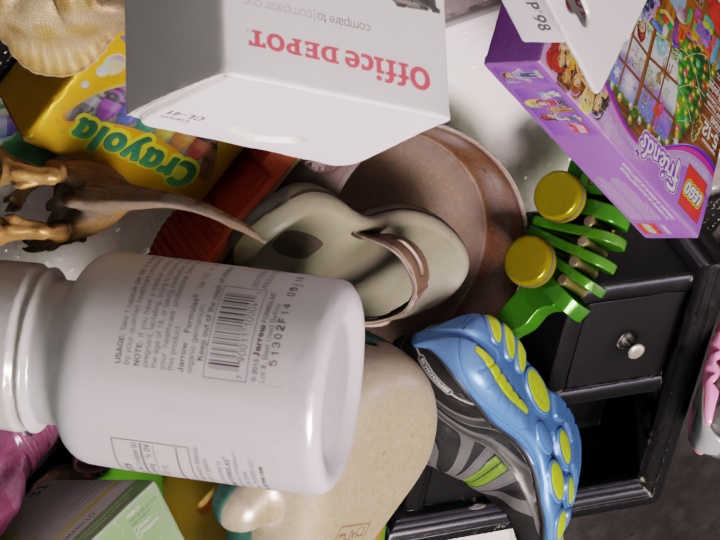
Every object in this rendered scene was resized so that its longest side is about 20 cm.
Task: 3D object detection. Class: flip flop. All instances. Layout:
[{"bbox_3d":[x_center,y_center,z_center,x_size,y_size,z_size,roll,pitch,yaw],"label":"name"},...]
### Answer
[{"bbox_3d":[0.000,0.000,1.637,0.081,0.058,0.200,-48,153,12],"label":"flip flop"}]

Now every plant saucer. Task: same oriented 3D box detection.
[{"bbox_3d":[0.000,-0.007,1.736,0.200,0.035,0.201,-10,123,-15],"label":"plant saucer"}]

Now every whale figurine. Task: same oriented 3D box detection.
[{"bbox_3d":[-0.041,0.121,1.683,0.159,0.104,0.201,-5,123,-54],"label":"whale figurine"}]

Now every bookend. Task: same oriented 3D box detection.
[{"bbox_3d":[0.103,0.056,1.834,0.198,0.092,0.200,-7,131,-25],"label":"bookend"}]

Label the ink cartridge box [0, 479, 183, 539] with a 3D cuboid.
[{"bbox_3d":[-0.214,0.178,1.682,0.146,0.200,0.048,-43,116,-37],"label":"ink cartridge box"}]

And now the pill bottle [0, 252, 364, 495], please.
[{"bbox_3d":[-0.105,0.050,1.563,0.199,0.115,0.115,7,135,11],"label":"pill bottle"}]

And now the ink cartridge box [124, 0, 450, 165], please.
[{"bbox_3d":[-0.037,-0.167,1.464,0.147,0.201,0.086,9,160,-38],"label":"ink cartridge box"}]

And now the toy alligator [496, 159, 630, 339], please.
[{"bbox_3d":[0.139,-0.039,1.738,0.059,0.054,0.201,28,86,-58],"label":"toy alligator"}]

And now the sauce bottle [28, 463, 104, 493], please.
[{"bbox_3d":[-0.120,0.173,1.835,0.066,0.066,0.200,-47,138,15],"label":"sauce bottle"}]

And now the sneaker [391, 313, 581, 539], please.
[{"bbox_3d":[0.075,0.097,1.764,0.082,0.071,0.200,-5,138,28],"label":"sneaker"}]

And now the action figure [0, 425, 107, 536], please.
[{"bbox_3d":[-0.198,0.096,1.686,0.200,0.134,0.149,-40,178,-29],"label":"action figure"}]

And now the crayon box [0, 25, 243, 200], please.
[{"bbox_3d":[-0.102,-0.113,1.587,0.126,0.052,0.200,22,115,-42],"label":"crayon box"}]

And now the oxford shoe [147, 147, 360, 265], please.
[{"bbox_3d":[-0.058,-0.020,1.646,0.072,0.071,0.200,28,107,-32],"label":"oxford shoe"}]

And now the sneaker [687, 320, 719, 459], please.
[{"bbox_3d":[0.271,0.050,1.858,0.200,0.095,0.079,-55,165,-40],"label":"sneaker"}]

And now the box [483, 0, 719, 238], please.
[{"bbox_3d":[0.148,-0.124,1.673,0.200,0.039,0.137,42,57,-47],"label":"box"}]

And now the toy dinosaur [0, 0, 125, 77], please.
[{"bbox_3d":[-0.146,-0.143,1.508,0.199,0.058,0.101,-1,120,8],"label":"toy dinosaur"}]

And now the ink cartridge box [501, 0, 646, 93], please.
[{"bbox_3d":[0.110,-0.199,1.529,0.116,0.067,0.200,58,48,-40],"label":"ink cartridge box"}]

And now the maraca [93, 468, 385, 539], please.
[{"bbox_3d":[-0.074,0.134,1.775,0.199,0.138,0.107,15,152,-22],"label":"maraca"}]

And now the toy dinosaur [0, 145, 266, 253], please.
[{"bbox_3d":[-0.140,-0.039,1.557,0.106,0.200,0.061,-3,91,-27],"label":"toy dinosaur"}]
